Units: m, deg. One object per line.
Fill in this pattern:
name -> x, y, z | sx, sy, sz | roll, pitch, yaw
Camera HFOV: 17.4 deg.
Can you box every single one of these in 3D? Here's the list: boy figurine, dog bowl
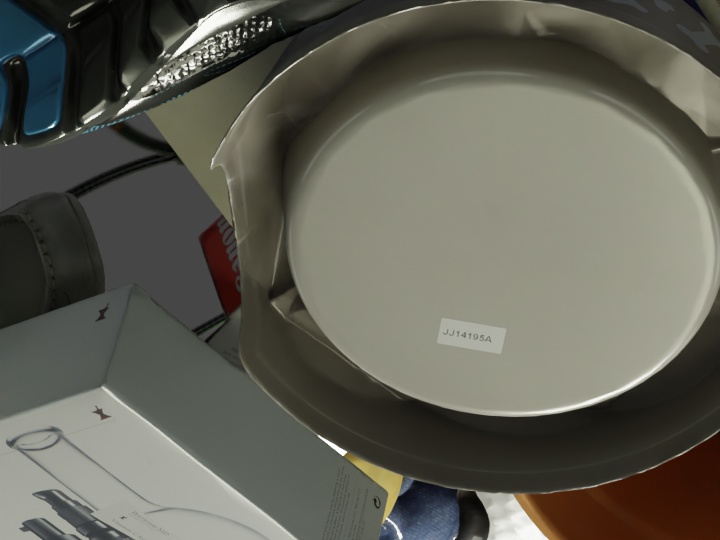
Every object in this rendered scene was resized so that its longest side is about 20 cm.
boy figurine -> -0.023, 0.096, 1.038 | 0.199, 0.064, 0.125 | 3, 116, -40
dog bowl -> 0.048, -0.018, 0.776 | 0.199, 0.059, 0.201 | 4, 129, 5

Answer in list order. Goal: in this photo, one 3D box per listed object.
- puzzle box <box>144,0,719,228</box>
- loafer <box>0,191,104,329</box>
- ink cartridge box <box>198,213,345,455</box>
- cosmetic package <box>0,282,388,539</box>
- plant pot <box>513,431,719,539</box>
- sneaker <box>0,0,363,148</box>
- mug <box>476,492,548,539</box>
puzzle box -> 0.038, -0.057, 0.815 | 0.199, 0.133, 0.025 | -27, -160, 26
loafer -> -0.162, 0.029, 0.940 | 0.069, 0.070, 0.200 | -11, 160, -36
ink cartridge box -> 0.000, 0.000, 0.929 | 0.200, 0.051, 0.109 | -41, 136, 20
cosmetic package -> -0.113, 0.087, 0.916 | 0.199, 0.052, 0.151 | -19, 132, 37
plant pot -> 0.170, 0.038, 1.059 | 0.200, 0.200, 0.140 | -33, -165, 37
sneaker -> -0.034, -0.104, 0.721 | 0.199, 0.074, 0.082 | -23, -178, 19
mug -> 0.086, 0.076, 1.214 | 0.200, 0.148, 0.175 | -42, 172, -33
